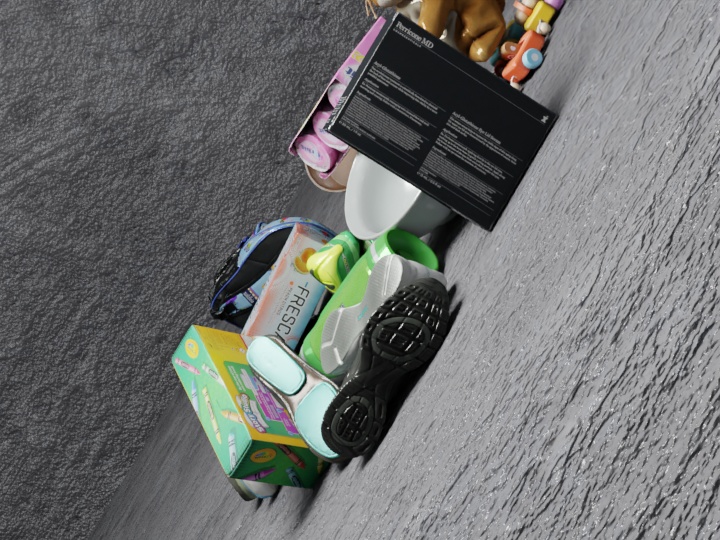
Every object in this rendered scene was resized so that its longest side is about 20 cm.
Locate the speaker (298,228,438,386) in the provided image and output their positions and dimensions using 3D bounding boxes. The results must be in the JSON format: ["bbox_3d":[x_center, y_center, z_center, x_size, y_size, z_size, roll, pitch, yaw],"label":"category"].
[{"bbox_3d":[0.007,0.050,1.600,0.201,0.088,0.089,-55,10,29],"label":"speaker"}]

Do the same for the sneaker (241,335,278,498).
[{"bbox_3d":[-0.120,0.183,1.753,0.076,0.080,0.202,-7,-90,-75],"label":"sneaker"}]

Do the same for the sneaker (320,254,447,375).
[{"bbox_3d":[0.022,0.058,1.507,0.200,0.080,0.071,-46,44,45],"label":"sneaker"}]

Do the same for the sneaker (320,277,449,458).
[{"bbox_3d":[0.023,0.091,1.434,0.201,0.076,0.091,-56,2,9],"label":"sneaker"}]

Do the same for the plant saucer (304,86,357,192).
[{"bbox_3d":[0.007,-0.190,1.858,0.199,0.034,0.202,-24,53,37],"label":"plant saucer"}]

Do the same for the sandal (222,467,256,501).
[{"bbox_3d":[-0.141,0.240,1.892,0.057,0.080,0.201,-39,20,12],"label":"sandal"}]

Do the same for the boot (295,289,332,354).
[{"bbox_3d":[-0.040,0.068,1.842,0.162,0.073,0.200,-148,81,-84],"label":"boot"}]

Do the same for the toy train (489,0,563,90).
[{"bbox_3d":[0.185,-0.279,1.768,0.151,0.055,0.200,-61,9,-13],"label":"toy train"}]

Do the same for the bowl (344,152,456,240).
[{"bbox_3d":[0.072,-0.113,1.647,0.201,0.090,0.203,-42,35,39],"label":"bowl"}]

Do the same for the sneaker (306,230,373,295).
[{"bbox_3d":[0.000,0.000,1.729,0.084,0.074,0.200,-47,-16,3],"label":"sneaker"}]

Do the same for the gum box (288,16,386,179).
[{"bbox_3d":[-0.011,-0.206,1.726,0.114,0.066,0.200,-55,4,-29],"label":"gum box"}]

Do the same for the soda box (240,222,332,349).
[{"bbox_3d":[-0.096,0.043,1.816,0.201,0.068,0.064,-63,10,12],"label":"soda box"}]

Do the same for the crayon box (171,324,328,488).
[{"bbox_3d":[-0.125,0.154,1.604,0.058,0.118,0.200,-56,42,22],"label":"crayon box"}]

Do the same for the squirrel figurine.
[{"bbox_3d":[0.088,-0.352,1.747,0.141,0.186,0.201,-22,32,57],"label":"squirrel figurine"}]

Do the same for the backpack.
[{"bbox_3d":[-0.099,0.006,2.026,0.200,0.182,0.135,-51,18,27],"label":"backpack"}]

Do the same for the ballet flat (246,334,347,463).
[{"bbox_3d":[-0.052,0.142,1.562,0.068,0.068,0.200,-46,53,6],"label":"ballet flat"}]

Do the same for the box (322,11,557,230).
[{"bbox_3d":[0.081,-0.155,1.471,0.142,0.199,0.079,-58,9,3],"label":"box"}]
